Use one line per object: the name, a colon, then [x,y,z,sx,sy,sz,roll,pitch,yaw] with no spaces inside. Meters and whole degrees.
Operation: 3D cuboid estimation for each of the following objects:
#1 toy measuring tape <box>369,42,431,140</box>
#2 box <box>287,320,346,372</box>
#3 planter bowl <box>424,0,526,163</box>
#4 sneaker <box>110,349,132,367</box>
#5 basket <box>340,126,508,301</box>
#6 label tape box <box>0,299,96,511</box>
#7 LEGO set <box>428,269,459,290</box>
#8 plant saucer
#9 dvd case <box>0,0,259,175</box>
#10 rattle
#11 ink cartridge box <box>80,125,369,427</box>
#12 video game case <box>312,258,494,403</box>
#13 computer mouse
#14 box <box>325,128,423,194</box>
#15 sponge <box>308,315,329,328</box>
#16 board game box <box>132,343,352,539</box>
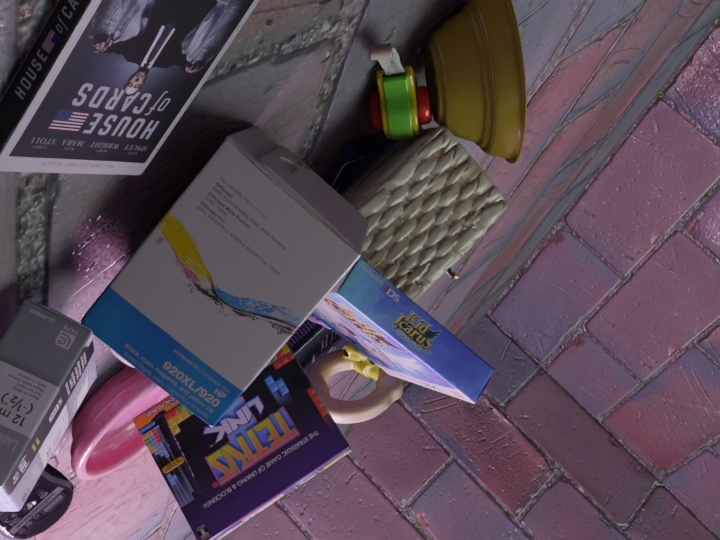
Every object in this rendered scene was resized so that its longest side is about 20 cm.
toy measuring tape: [0.039,-0.179,0.892,0.074,0.074,0.200,-47,172,5]
box: [-0.110,0.088,1.149,0.200,0.117,0.197,-43,166,-17]
planter bowl: [0.118,-0.214,0.934,0.083,0.202,0.201,-8,162,-2]
sneaker: [-0.162,0.048,0.879,0.199,0.072,0.072,-19,169,7]
basket: [0.051,-0.057,0.961,0.200,0.136,0.123,-44,-170,-11]
label tape box: [-0.289,0.142,0.682,0.143,0.066,0.201,126,-13,-63]
LEGO set: [0.050,-0.022,1.186,0.116,0.154,0.200,-22,-173,46]
plant saucer: [-0.274,0.167,1.029,0.200,0.051,0.201,-43,167,-12]
dvd case: [-0.146,-0.146,0.553,0.200,0.025,0.150,-51,165,19]
rattle: [-0.046,0.132,1.084,0.199,0.131,0.143,-13,144,-16]
ink cartridge box: [-0.109,-0.003,0.739,0.200,0.144,0.147,-49,-172,12]
video game case: [0.017,0.056,0.889,0.046,0.200,0.181,-57,-156,-14]
computer mouse: [-0.376,0.229,0.916,0.138,0.053,0.200,-42,155,-22]
box: [0.001,-0.117,1.062,0.200,0.032,0.121,-29,158,-53]
sponge: [0.000,0.000,1.074,0.201,0.111,0.030,-70,-176,-45]
board game box: [-0.136,0.191,0.977,0.199,0.166,0.057,-33,165,-6]
